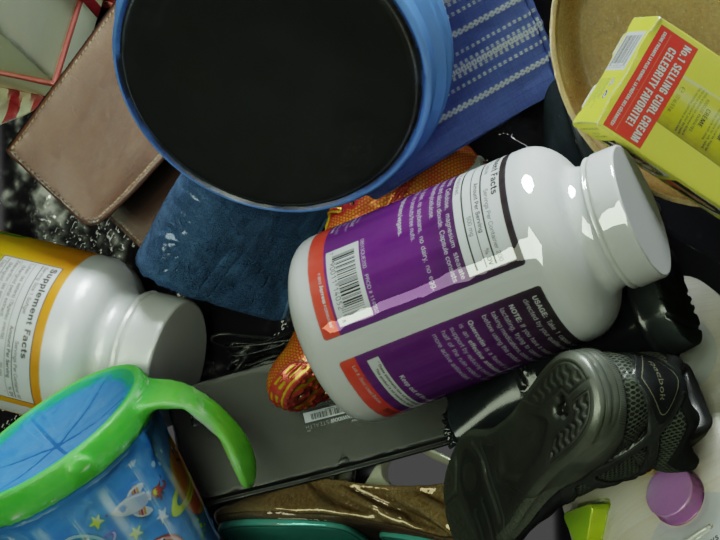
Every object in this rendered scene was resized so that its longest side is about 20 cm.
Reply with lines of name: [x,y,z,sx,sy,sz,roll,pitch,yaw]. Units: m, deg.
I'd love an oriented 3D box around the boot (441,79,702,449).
boot: [0.097,-0.006,1.494,0.168,0.076,0.201,-26,65,23]

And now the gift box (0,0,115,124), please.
gift box: [-0.263,-0.205,1.589,0.184,0.187,0.201,17,81,19]

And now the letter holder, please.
letter holder: [-0.096,-0.105,1.573,0.142,0.100,0.200,43,105,14]

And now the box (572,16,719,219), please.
box: [0.222,-0.060,1.415,0.199,0.050,0.076,33,87,-12]

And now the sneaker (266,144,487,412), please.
sneaker: [0.000,0.000,1.532,0.077,0.073,0.200,31,71,18]

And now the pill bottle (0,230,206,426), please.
pill bottle: [-0.204,0.038,1.610,0.199,0.111,0.112,13,95,21]

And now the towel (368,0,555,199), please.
towel: [0.027,-0.157,1.475,0.144,0.024,0.201,-31,116,-12]

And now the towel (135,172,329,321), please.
towel: [-0.050,-0.065,1.543,0.201,0.111,0.049,-58,41,18]

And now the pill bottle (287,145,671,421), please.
pill bottle: [0.067,0.003,1.400,0.199,0.112,0.113,-22,82,20]

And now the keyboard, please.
keyboard: [-0.019,0.077,1.565,0.199,0.040,0.105,-14,76,2]

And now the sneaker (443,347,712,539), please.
sneaker: [0.126,0.104,1.422,0.200,0.114,0.077,-50,48,49]

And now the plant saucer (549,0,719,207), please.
plant saucer: [0.200,-0.137,1.450,0.199,0.035,0.202,-1,94,-12]

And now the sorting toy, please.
sorting toy: [0.182,0.103,1.479,0.200,0.107,0.181,-36,59,18]

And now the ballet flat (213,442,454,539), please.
ballet flat: [0.008,0.138,1.556,0.199,0.068,0.073,2,71,22]

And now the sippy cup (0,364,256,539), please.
sippy cup: [-0.152,0.147,1.503,0.177,0.140,0.131,-11,116,51]

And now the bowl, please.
bowl: [-0.048,-0.121,1.433,0.199,0.039,0.202,8,124,12]
